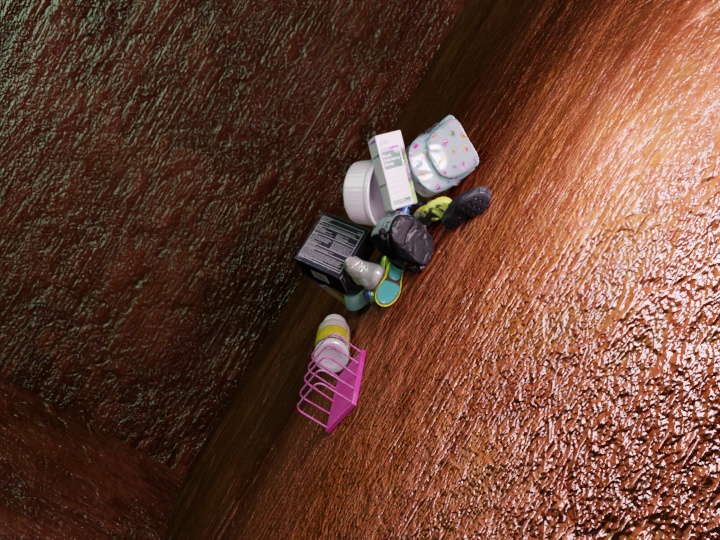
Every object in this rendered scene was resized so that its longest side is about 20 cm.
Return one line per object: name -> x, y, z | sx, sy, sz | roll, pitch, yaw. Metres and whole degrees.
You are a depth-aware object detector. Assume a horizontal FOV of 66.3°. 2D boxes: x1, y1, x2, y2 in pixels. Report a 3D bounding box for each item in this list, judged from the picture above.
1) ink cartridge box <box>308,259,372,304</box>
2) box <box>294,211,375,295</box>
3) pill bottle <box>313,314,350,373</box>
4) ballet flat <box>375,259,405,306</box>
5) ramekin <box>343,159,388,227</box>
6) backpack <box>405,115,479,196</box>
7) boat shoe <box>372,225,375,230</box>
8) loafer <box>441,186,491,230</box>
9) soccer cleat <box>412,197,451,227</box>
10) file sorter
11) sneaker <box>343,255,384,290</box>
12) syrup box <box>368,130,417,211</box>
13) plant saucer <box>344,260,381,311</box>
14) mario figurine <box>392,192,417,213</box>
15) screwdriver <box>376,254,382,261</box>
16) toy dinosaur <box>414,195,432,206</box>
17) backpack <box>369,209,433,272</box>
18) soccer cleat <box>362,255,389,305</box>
ink cartridge box -> -0.061, -0.002, 1.964 | 0.047, 0.198, 0.202 | -18, 40, 55
box -> -0.082, -0.058, 1.855 | 0.202, 0.196, 0.124 | -58, -27, -19
pill bottle -> -0.086, 0.222, 1.733 | 0.114, 0.111, 0.201 | -53, 12, 19
ballet flat -> 0.087, 0.046, 1.598 | 0.068, 0.065, 0.203 | 104, -173, -47
ramekin -> 0.028, -0.232, 1.650 | 0.095, 0.203, 0.204 | 5, 52, 28
backpack -> 0.219, -0.312, 1.543 | 0.197, 0.179, 0.153 | -34, 8, -6
boat shoe -> 0.102, -0.198, 1.769 | 0.055, 0.069, 0.204 | 1, 51, 35
loafer -> 0.259, -0.165, 1.357 | 0.200, 0.066, 0.072 | 140, 151, -66
soccer cleat -> 0.205, -0.177, 1.580 | 0.086, 0.063, 0.200 | -67, 13, -22
file sorter -> -0.081, 0.297, 1.496 | 0.140, 0.124, 0.202 | -50, 15, 32
sneaker -> 0.000, 0.000, 1.665 | 0.079, 0.099, 0.199 | -58, 22, -14
syrup box -> 0.089, -0.276, 1.533 | 0.076, 0.207, 0.081 | -15, 6, -14
plant saucer -> 0.008, 0.041, 1.851 | 0.198, 0.036, 0.203 | -39, 27, 23
mario figurine -> 0.141, -0.258, 1.658 | 0.123, 0.104, 0.205 | 31, 98, 58
screwdriver -> 0.036, 0.029, 1.894 | 0.029, 0.028, 0.203 | 5, 57, 44
toy dinosaur -> 0.202, -0.231, 1.805 | 0.180, 0.197, 0.108 | -9, -53, -58
backpack -> 0.113, -0.091, 1.548 | 0.127, 0.167, 0.199 | -48, 18, -11
soccer cleat -> 0.083, 0.020, 1.698 | 0.082, 0.065, 0.203 | 12, 65, 48
